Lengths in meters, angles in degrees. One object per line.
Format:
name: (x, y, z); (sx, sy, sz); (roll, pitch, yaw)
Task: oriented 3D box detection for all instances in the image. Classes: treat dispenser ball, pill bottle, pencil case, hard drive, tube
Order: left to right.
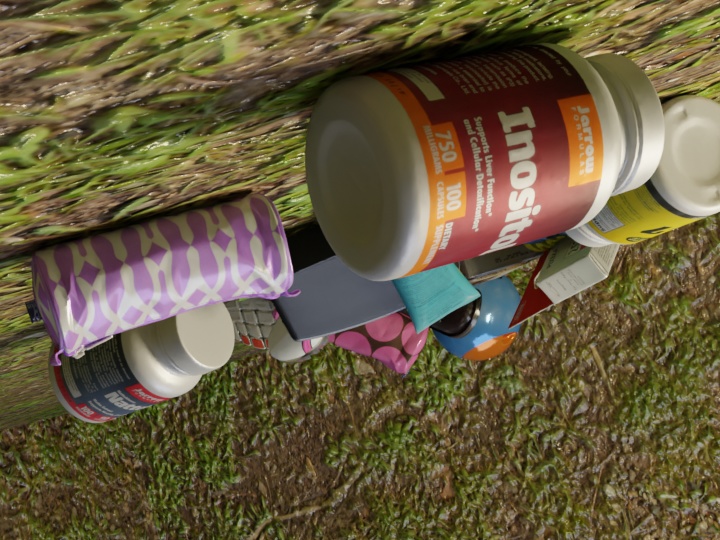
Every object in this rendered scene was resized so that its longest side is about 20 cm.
pill bottle: (-0.240, 0.090, 1.449); (0.198, 0.121, 0.119); (-21, 174, 35)
pencil case: (-0.148, 0.004, 0.975); (0.197, 0.087, 0.084); (-17, 174, -17)
pencil case: (-0.011, 0.063, 1.697); (0.094, 0.198, 0.092); (-63, 178, -65)
hard drive: (0.000, 0.000, 1.328); (0.197, 0.043, 0.136); (-21, 139, 3)
tube: (0.057, -0.003, 1.283); (0.077, 0.051, 0.200); (-27, 142, 6)
treat dispenser ball: (0.243, 0.088, 2.764); (0.198, 0.204, 0.201); (-17, 176, -1)
pill bottle: (0.076, -0.070, 0.759); (0.198, 0.115, 0.113); (-16, 176, -30)
pill bottle: (0.278, -0.090, 1.288); (0.113, 0.116, 0.200); (-15, 175, -23)

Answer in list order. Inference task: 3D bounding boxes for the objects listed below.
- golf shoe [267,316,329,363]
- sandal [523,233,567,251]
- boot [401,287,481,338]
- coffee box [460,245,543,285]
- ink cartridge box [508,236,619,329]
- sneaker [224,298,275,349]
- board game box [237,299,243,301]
golf shoe: (-0.055, 0.021, 1.418); (0.091, 0.073, 0.201); (16, 128, -33)
sandal: (0.235, -0.074, 1.586); (0.086, 0.081, 0.199); (9, 156, -31)
boot: (0.049, 0.033, 1.753); (0.172, 0.070, 0.199); (19, 170, -30)
coffee box: (0.163, -0.028, 1.815); (0.112, 0.081, 0.200); (-17, 175, -13)
ink cartridge box: (0.266, -0.031, 1.681); (0.173, 0.044, 0.201); (-31, -161, 41)
sneaker: (-0.097, 0.060, 1.835); (0.197, 0.078, 0.082); (0, -161, 13)
board game box: (-0.095, 0.001, 1.523); (0.094, 0.030, 0.200); (-17, 178, -11)
